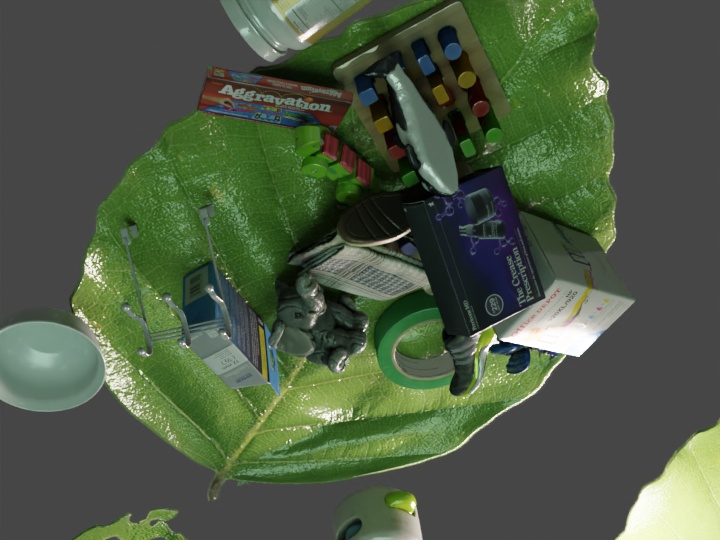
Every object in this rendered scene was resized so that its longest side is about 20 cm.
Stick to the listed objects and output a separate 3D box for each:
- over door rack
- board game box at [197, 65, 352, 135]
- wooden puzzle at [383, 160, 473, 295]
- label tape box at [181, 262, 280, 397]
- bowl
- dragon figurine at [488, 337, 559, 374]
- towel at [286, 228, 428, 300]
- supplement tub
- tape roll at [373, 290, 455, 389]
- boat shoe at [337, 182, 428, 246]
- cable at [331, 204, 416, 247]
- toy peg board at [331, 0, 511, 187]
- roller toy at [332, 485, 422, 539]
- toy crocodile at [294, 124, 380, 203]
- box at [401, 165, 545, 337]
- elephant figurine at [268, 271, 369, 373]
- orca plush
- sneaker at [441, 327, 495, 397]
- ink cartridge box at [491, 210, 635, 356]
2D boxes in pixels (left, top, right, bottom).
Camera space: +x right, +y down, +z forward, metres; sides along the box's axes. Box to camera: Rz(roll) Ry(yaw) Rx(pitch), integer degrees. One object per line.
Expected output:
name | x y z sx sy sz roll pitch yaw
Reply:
over door rack | -0.276 0.013 1.376 0.145 0.204 0.067 -12 173 13
board game box | -0.118 -0.229 1.287 0.196 0.020 0.103 7 159 -16
wooden puzzle | 0.137 -0.055 1.496 0.184 0.047 0.200 -30 129 16
label tape box | -0.206 0.107 1.510 0.065 0.144 0.201 -25 130 11
bowl | -0.504 0.126 1.510 0.197 0.091 0.203 -5 131 -5
dragon figurine | 0.266 0.137 1.635 0.199 0.100 0.059 -29 113 36
towel | 0.000 0.000 1.466 0.197 0.035 0.192 20 160 -23
supplement tub | -0.062 -0.360 1.133 0.198 0.146 0.145 -31 129 17
tape roll | 0.123 0.123 1.645 0.196 0.049 0.203 -5 131 -6
boat shoe | 0.051 -0.081 1.379 0.197 0.073 0.076 -20 178 -20
cable | 0.054 -0.066 1.450 0.196 0.050 0.099 6 100 -2
toy peg board | 0.095 -0.230 1.303 0.198 0.099 0.200 -26 130 12
roller toy | 0.036 0.551 1.937 0.179 0.141 0.202 -10 132 0
toy crocodile | -0.029 -0.152 1.348 0.061 0.069 0.199 -12 150 35
box | 0.162 -0.027 1.341 0.139 0.079 0.203 -24 99 -18
elephant figurine | -0.090 0.068 1.510 0.155 0.142 0.199 -48 130 11
orca plush | 0.058 -0.183 1.253 0.070 0.106 0.201 -14 125 44
sneaker | 0.172 0.128 1.588 0.079 0.074 0.203 7 122 -7
ink cartridge box | 0.300 0.026 1.502 0.198 0.146 0.148 13 129 -37
